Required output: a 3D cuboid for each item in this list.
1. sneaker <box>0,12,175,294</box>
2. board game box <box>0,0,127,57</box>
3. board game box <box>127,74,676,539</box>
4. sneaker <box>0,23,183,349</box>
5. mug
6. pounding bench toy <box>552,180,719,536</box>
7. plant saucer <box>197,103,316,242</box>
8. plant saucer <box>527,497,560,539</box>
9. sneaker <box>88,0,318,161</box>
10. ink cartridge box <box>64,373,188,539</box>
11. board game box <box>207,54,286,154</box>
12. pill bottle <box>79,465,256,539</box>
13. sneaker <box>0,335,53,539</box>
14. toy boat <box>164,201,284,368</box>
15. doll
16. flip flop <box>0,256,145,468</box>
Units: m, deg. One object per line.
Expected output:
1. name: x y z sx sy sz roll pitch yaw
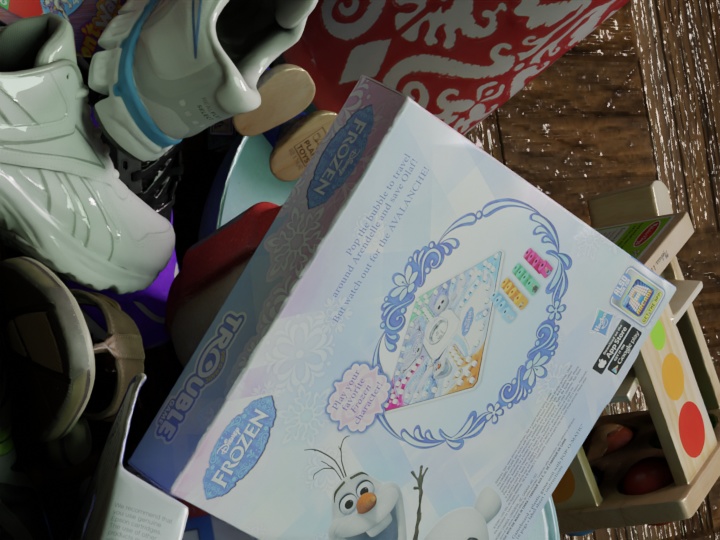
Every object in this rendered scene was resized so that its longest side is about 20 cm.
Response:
1. sneaker: -0.139 -0.058 1.219 0.200 0.078 0.100 31 89 -49
2. board game box: -0.122 -0.196 1.258 0.158 0.039 0.200 44 50 -27
3. board game box: 0.023 0.045 1.264 0.199 0.043 0.200 33 88 -40
4. sneaker: -0.115 -0.057 1.315 0.070 0.099 0.200 -41 114 -52
5. mug: 0.055 -0.162 1.420 0.177 0.200 0.134 24 41 -46
6. pounding bench toy: 0.159 0.053 1.675 0.200 0.124 0.156 -46 119 -51
7. plant saucer: -0.029 -0.003 1.471 0.200 0.036 0.201 -2 93 -56
8. plant saucer: 0.041 0.124 1.455 0.200 0.027 0.201 26 51 -37
9. sneaker: -0.049 -0.138 1.243 0.075 0.087 0.200 44 48 -41
10. ink cartridge box: -0.116 0.174 1.193 0.041 0.200 0.200 16 61 -7
11. board game box: -0.048 -0.155 1.517 0.105 0.023 0.201 12 72 -52
12. pill bottle: -0.062 0.186 1.322 0.112 0.112 0.201 -11 91 -57
13. sneaker: -0.179 0.070 1.194 0.083 0.071 0.200 105 -28 -84
14. toy boat: 0.000 0.000 1.362 0.200 0.130 0.131 23 49 -40
15. doll: -0.074 -0.124 1.367 0.200 0.048 0.136 55 2 40
16. flip flop: -0.124 0.041 1.226 0.200 0.057 0.081 101 -27 -74
